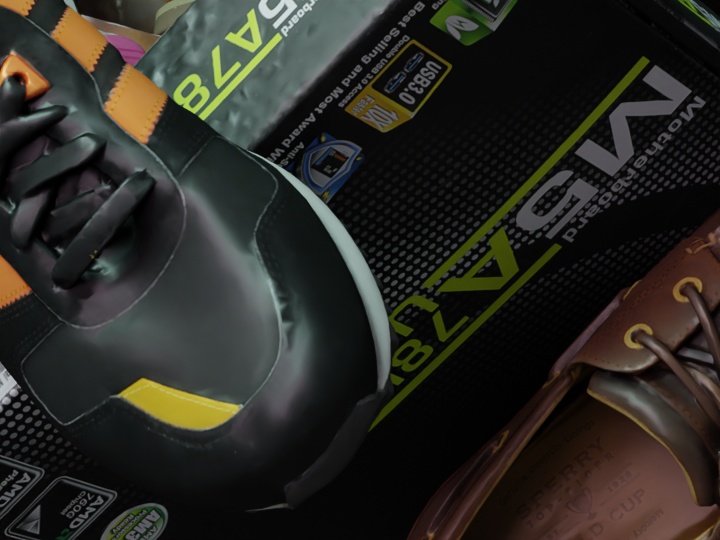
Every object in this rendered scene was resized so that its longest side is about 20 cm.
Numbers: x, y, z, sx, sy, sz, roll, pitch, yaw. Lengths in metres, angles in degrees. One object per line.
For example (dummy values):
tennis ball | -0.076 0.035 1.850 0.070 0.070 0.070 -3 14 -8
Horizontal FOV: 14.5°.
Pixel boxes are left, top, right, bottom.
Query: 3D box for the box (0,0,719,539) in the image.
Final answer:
box | 0.000 0.000 0.678 0.200 0.193 0.048 -44 56 12

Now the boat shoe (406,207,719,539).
boat shoe | 0.085 0.032 0.680 0.200 0.068 0.072 -44 82 15

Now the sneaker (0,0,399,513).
sneaker | -0.077 -0.027 0.562 0.070 0.090 0.200 -49 56 10

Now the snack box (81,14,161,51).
snack box | -0.096 0.031 0.740 0.072 0.024 0.201 17 86 35

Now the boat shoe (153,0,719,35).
boat shoe | 0.039 -0.091 0.759 0.199 0.072 0.068 -6 68 20

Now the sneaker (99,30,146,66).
sneaker | -0.126 0.015 0.694 0.200 0.088 0.081 -46 57 13
